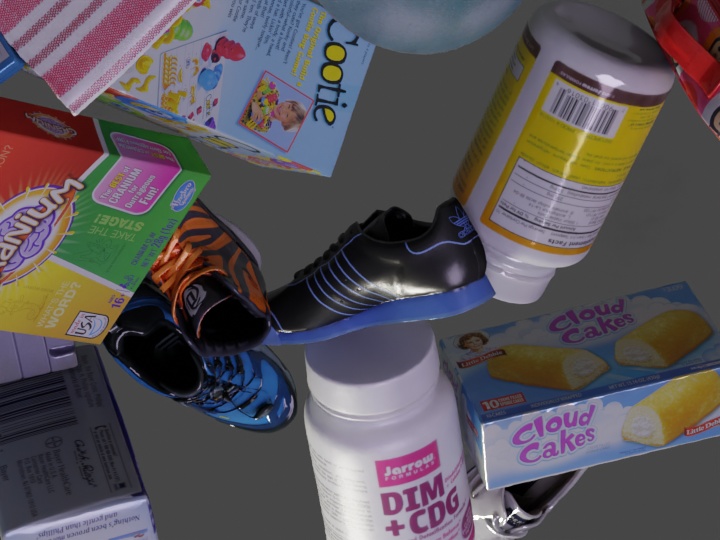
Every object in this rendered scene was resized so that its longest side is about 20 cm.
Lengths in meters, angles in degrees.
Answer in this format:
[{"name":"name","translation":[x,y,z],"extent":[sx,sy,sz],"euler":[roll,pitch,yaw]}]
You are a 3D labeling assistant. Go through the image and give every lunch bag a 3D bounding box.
[{"name":"lunch bag","translation":[0.268,-0.135,1.675],"extent":[0.176,0.200,0.082],"euler":[24,118,-30]}]

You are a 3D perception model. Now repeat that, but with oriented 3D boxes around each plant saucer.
[{"name":"plant saucer","translation":[0.049,-0.237,1.581],"extent":[0.201,0.039,0.202],"euler":[-4,99,-28]}]

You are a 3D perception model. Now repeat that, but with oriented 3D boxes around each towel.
[{"name":"towel","translation":[-0.181,-0.210,1.498],"extent":[0.146,0.200,0.030],"euler":[-43,166,4]}]

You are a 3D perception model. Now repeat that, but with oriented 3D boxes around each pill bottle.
[{"name":"pill bottle","translation":[0.019,0.132,1.833],"extent":[0.113,0.113,0.200],"euler":[-15,126,-7]},{"name":"pill bottle","translation":[0.131,-0.079,1.726],"extent":[0.109,0.109,0.200],"euler":[12,119,-24]}]

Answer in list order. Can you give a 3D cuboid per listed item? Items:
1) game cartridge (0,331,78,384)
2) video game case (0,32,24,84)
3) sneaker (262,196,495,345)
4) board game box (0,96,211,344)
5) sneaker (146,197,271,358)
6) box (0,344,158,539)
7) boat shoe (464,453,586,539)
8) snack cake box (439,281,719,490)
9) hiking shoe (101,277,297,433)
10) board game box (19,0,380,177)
[{"name":"game cartridge","translation":[-0.273,-0.006,1.699],"extent":[0.129,0.038,0.200],"euler":[-10,125,-5]},{"name":"video game case","translation":[-0.322,-0.126,1.545],"extent":[0.200,0.143,0.018],"euler":[-36,164,8]},{"name":"sneaker","translation":[0.000,0.000,1.742],"extent":[0.200,0.070,0.078],"euler":[-12,101,30]},{"name":"board game box","translation":[-0.214,-0.031,1.571],"extent":[0.200,0.040,0.153],"euler":[10,125,-43]},{"name":"sneaker","translation":[-0.127,-0.015,1.688],"extent":[0.200,0.112,0.078],"euler":[34,108,-33]},{"name":"box","translation":[-0.201,0.190,1.763],"extent":[0.105,0.184,0.200],"euler":[-14,127,-9]},{"name":"boat shoe","translation":[0.112,0.173,1.921],"extent":[0.073,0.065,0.200],"euler":[26,112,-30]},{"name":"snack cake box","translation":[0.170,0.084,1.848],"extent":[0.200,0.115,0.067],"euler":[-13,126,-9]},{"name":"hiking shoe","translation":[-0.120,0.073,1.766],"extent":[0.200,0.087,0.074],"euler":[34,110,-32]},{"name":"board game box","translation":[-0.108,-0.143,1.591],"extent":[0.200,0.103,0.105],"euler":[21,85,-28]}]
